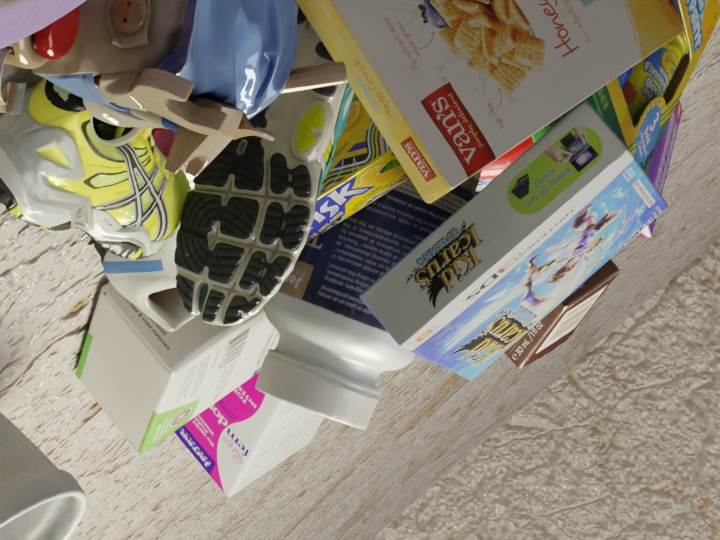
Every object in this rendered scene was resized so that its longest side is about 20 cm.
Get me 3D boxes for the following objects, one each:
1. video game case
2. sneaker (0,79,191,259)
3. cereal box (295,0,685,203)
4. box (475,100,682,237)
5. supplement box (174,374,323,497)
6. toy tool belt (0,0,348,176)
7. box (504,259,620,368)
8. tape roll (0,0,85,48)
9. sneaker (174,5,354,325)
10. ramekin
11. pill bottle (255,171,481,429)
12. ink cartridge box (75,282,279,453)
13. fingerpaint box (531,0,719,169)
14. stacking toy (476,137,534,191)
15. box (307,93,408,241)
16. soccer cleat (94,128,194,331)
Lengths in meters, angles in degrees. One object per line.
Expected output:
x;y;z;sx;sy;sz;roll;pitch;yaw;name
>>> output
0.104;-0.012;1.367;0.181;0.046;0.200;-40;163;7;video game case
-0.135;-0.059;1.187;0.076;0.075;0.200;-45;165;12;sneaker
0.077;-0.149;1.245;0.200;0.144;0.040;-35;-177;-28;cereal box
0.129;-0.081;1.593;0.039;0.199;0.137;67;32;-41;box
-0.081;0.087;1.782;0.103;0.101;0.200;-34;165;-30;supplement box
-0.088;-0.111;1.035;0.200;0.122;0.126;-8;112;-70;toy tool belt
0.102;-0.033;1.712;0.075;0.200;0.100;-30;162;-34;box
-0.133;-0.174;0.854;0.200;0.066;0.200;-41;167;-11;tape roll
-0.043;-0.058;1.256;0.201;0.077;0.080;-67;162;-5;sneaker
-0.291;0.175;1.438;0.200;0.105;0.200;-40;168;-10;ramekin
0.000;0.000;1.463;0.111;0.111;0.201;27;83;-76;pill bottle
-0.098;0.024;1.563;0.200;0.084;0.146;-35;166;-29;ink cartridge box
0.168;-0.175;1.451;0.167;0.073;0.200;-61;150;-22;fingerpaint box
0.084;-0.142;1.480;0.200;0.115;0.110;76;20;-67;stacking toy
-0.016;-0.077;1.377;0.200;0.070;0.064;-32;162;28;box
-0.102;-0.038;1.341;0.070;0.086;0.200;-32;163;-37;soccer cleat
